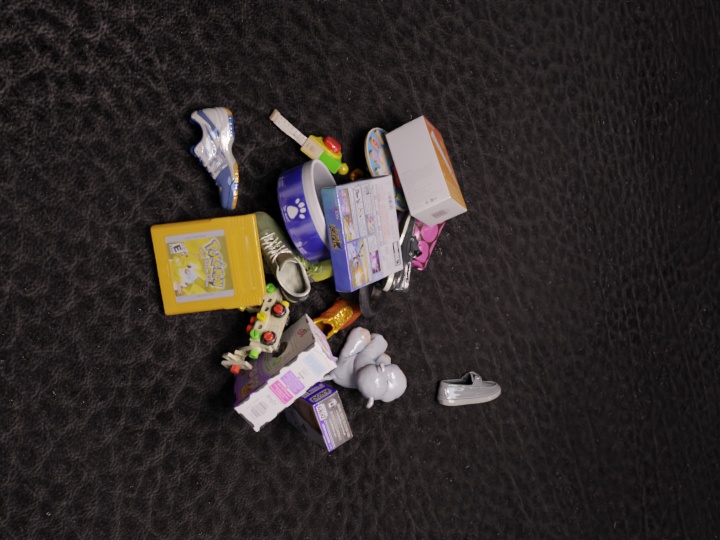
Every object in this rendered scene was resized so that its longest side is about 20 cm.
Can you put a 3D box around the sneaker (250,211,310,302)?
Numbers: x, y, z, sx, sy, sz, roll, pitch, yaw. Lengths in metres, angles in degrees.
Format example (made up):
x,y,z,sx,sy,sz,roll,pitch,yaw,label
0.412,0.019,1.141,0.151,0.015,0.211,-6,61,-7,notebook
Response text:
x,y,z,sx,sy,sz,roll,pitch,yaw,label
-0.153,-0.028,1.194,0.067,0.090,0.201,-30,99,-16,sneaker

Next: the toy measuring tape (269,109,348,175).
x,y,z,sx,sy,sz,roll,pitch,yaw,label
-0.105,-0.276,1.316,0.200,0.074,0.074,38,74,-9,toy measuring tape

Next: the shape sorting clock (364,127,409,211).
x,y,z,sx,sy,sz,roll,pitch,yaw,label
0.073,-0.230,1.388,0.200,0.039,0.201,37,44,-47,shape sorting clock

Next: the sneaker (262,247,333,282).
x,y,z,sx,sy,sz,roll,pitch,yaw,label
-0.126,-0.010,1.310,0.199,0.076,0.076,3,92,-33,sneaker

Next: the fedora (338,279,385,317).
x,y,z,sx,sy,sz,roll,pitch,yaw,label
0.000,0.000,1.353,0.200,0.091,0.202,5,90,-71,fedora

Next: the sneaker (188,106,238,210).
x,y,z,sx,sy,sz,roll,pitch,yaw,label
-0.288,-0.216,1.201,0.088,0.075,0.201,-8,92,-20,sneaker

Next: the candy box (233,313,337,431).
x,y,z,sx,sy,sz,roll,pitch,yaw,label
-0.154,0.197,1.219,0.200,0.168,0.072,-39,108,1,candy box

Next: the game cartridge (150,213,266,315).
x,y,z,sx,sy,sz,roll,pitch,yaw,label
-0.288,-0.011,1.175,0.199,0.032,0.177,-7,100,4,game cartridge

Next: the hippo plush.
x,y,z,sx,sy,sz,roll,pitch,yaw,label
0.019,0.215,1.373,0.199,0.161,0.160,15,87,-32,hippo plush

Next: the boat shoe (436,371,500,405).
x,y,z,sx,sy,sz,roll,pitch,yaw,label
0.289,0.304,1.605,0.200,0.070,0.072,-3,99,-30,boat shoe

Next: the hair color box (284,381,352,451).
x,y,z,sx,sy,sz,roll,pitch,yaw,label
-0.104,0.285,1.279,0.065,0.200,0.110,-26,108,-28,hair color box

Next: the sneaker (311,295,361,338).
x,y,z,sx,sy,sz,roll,pitch,yaw,label
-0.057,0.114,1.366,0.200,0.077,0.073,-34,110,-27,sneaker

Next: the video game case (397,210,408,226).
x,y,z,sx,sy,sz,roll,pitch,yaw,label
0.070,-0.059,1.464,0.199,0.019,0.144,-27,108,-29,video game case

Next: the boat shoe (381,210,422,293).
x,y,z,sx,sy,sz,roll,pitch,yaw,label
0.104,-0.038,1.362,0.066,0.075,0.200,20,62,-7,boat shoe

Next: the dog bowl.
x,y,z,sx,sy,sz,roll,pitch,yaw,label
-0.091,-0.119,1.252,0.078,0.200,0.201,-18,109,14,dog bowl

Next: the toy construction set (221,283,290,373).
x,y,z,sx,sy,sz,roll,pitch,yaw,label
-0.211,0.107,1.222,0.092,0.130,0.201,62,37,-67,toy construction set

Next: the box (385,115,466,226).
x,y,z,sx,sy,sz,roll,pitch,yaw,label
0.146,-0.216,1.360,0.124,0.097,0.201,16,54,-63,box

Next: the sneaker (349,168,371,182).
x,y,z,sx,sy,sz,roll,pitch,yaw,label
-0.004,-0.155,1.341,0.077,0.078,0.200,40,30,-16,sneaker

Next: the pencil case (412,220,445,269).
x,y,z,sx,sy,sz,roll,pitch,yaw,label
0.150,-0.099,1.450,0.093,0.091,0.201,30,82,-28,pencil case

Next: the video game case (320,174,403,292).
x,y,z,sx,sy,sz,roll,pitch,yaw,label
0.007,-0.077,1.213,0.181,0.045,0.201,-22,108,-51,video game case
